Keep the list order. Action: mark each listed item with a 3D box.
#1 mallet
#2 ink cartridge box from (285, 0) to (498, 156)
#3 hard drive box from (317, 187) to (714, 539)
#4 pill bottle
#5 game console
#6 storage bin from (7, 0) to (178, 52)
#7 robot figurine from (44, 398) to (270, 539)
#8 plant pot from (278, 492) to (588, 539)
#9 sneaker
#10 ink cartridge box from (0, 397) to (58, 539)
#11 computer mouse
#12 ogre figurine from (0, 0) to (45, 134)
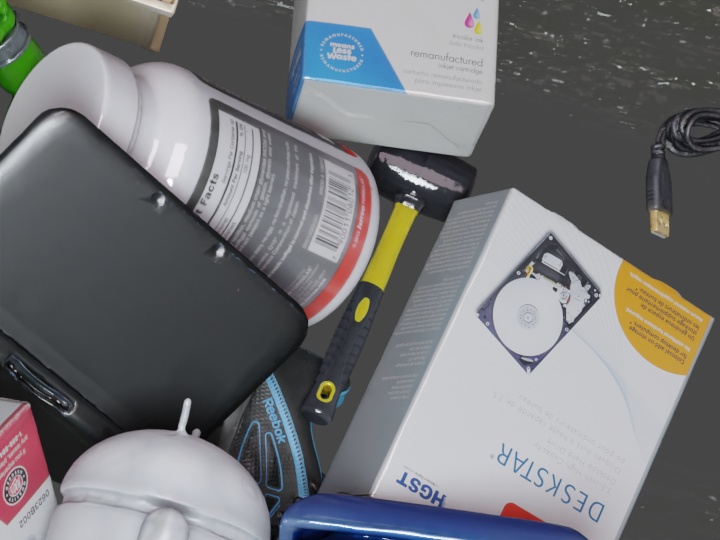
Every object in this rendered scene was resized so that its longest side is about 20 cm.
[{"bbox_3d":[0.000,0.000,1.606,0.066,0.041,0.200,30,59,3],"label":"mallet"},{"bbox_3d":[0.022,-0.175,1.644,0.116,0.067,0.200,7,62,-8],"label":"ink cartridge box"},{"bbox_3d":[0.091,0.079,1.580,0.156,0.077,0.200,31,73,-20],"label":"hard drive box"},{"bbox_3d":[-0.096,-0.048,1.541,0.200,0.116,0.116,25,69,-38],"label":"pill bottle"},{"bbox_3d":[-0.164,0.019,1.497,0.200,0.176,0.116,42,64,-26],"label":"game console"},{"bbox_3d":[-0.183,-0.256,1.635,0.200,0.094,0.199,17,74,-4],"label":"storage bin"},{"bbox_3d":[-0.113,0.168,1.423,0.113,0.170,0.200,17,73,-8],"label":"robot figurine"},{"bbox_3d":[0.033,0.235,1.469,0.200,0.200,0.180,7,52,5],"label":"plant pot"},{"bbox_3d":[-0.062,0.133,1.564,0.082,0.073,0.200,16,74,-5],"label":"sneaker"},{"bbox_3d":[-0.218,0.183,1.440,0.083,0.200,0.145,6,35,27],"label":"ink cartridge box"},{"bbox_3d":[0.246,-0.015,1.667,0.140,0.046,0.200,1,76,-10],"label":"computer mouse"},{"bbox_3d":[-0.233,-0.057,1.555,0.120,0.098,0.200,30,78,-46],"label":"ogre figurine"}]
